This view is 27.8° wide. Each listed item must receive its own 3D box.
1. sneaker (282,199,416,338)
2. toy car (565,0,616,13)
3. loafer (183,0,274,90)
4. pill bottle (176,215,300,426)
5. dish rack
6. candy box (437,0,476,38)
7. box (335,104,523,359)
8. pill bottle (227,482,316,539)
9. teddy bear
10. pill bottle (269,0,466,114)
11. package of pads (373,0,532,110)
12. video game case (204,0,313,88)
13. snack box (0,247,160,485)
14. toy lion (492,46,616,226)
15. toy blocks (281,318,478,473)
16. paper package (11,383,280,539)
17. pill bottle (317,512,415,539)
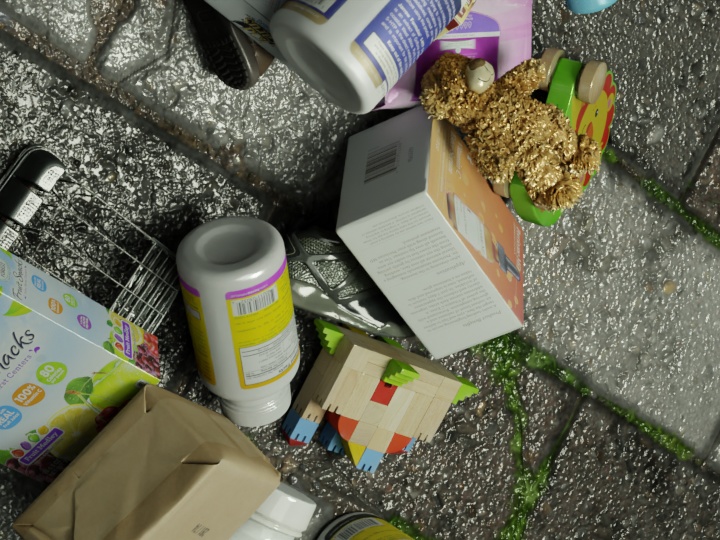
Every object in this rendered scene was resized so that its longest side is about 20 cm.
[{"bbox_3d":[0.000,0.000,1.505,0.199,0.076,0.115,22,96,-29],"label":"sneaker"},{"bbox_3d":[0.297,-0.389,1.501,0.177,0.199,0.185,-56,133,-44],"label":"toy car"},{"bbox_3d":[-0.130,-0.273,1.368,0.071,0.073,0.201,-38,122,-36],"label":"loafer"},{"bbox_3d":[-0.114,0.054,1.414,0.104,0.104,0.201,-26,132,-25],"label":"pill bottle"},{"bbox_3d":[-0.266,-0.001,1.351,0.200,0.054,0.154,40,81,-35],"label":"dish rack"},{"bbox_3d":[0.084,-0.333,1.434,0.115,0.055,0.200,44,54,-19],"label":"candy box"},{"bbox_3d":[0.075,-0.040,1.478,0.106,0.153,0.200,-22,127,24],"label":"box"},{"bbox_3d":[-0.127,0.308,1.476,0.114,0.114,0.201,28,86,-34],"label":"pill bottle"},{"bbox_3d":[0.153,-0.144,1.431,0.145,0.067,0.200,-37,90,-23],"label":"teddy bear"},{"bbox_3d":[0.026,-0.248,1.287,0.200,0.120,0.120,-48,122,-12],"label":"pill bottle"},{"bbox_3d":[0.087,-0.232,1.504,0.199,0.076,0.121,-9,104,-31],"label":"package of pads"},{"bbox_3d":[-0.053,-0.294,1.366,0.181,0.045,0.201,34,62,-41],"label":"video game case"},{"bbox_3d":[-0.306,0.085,1.293,0.200,0.068,0.169,33,115,-32],"label":"snack box"},{"bbox_3d":[0.224,-0.137,1.583,0.201,0.068,0.192,-66,156,-12],"label":"toy lion"},{"bbox_3d":[0.010,0.148,1.549,0.199,0.100,0.137,21,102,-34],"label":"toy blocks"},{"bbox_3d":[-0.191,0.217,1.350,0.191,0.103,0.200,-46,161,-1],"label":"paper package"},{"bbox_3d":[0.039,0.341,1.538,0.114,0.200,0.115,-8,106,-30],"label":"pill bottle"}]
